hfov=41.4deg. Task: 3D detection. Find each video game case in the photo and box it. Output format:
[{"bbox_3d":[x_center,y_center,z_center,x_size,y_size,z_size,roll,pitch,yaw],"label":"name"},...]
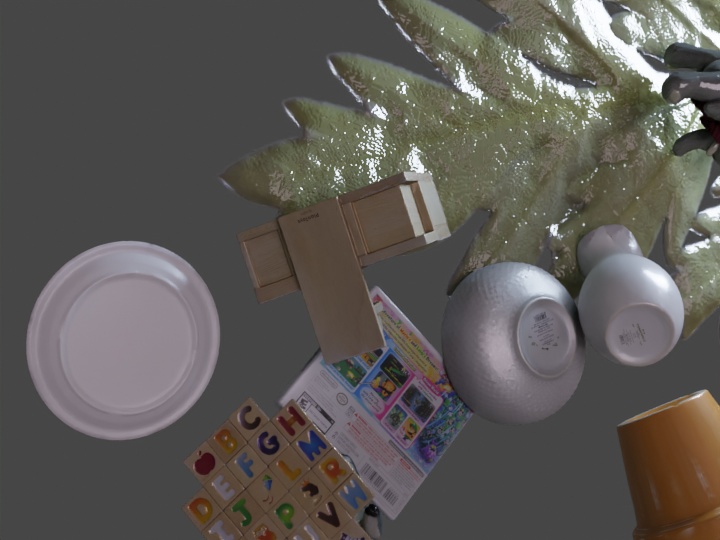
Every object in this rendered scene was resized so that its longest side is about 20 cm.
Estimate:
[{"bbox_3d":[0.025,0.153,1.105,0.200,0.024,0.182,47,69,-14],"label":"video game case"}]

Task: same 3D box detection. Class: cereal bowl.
[{"bbox_3d":[0.199,0.085,1.146,0.197,0.083,0.204,5,79,-29],"label":"cereal bowl"}]

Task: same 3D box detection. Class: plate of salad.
[{"bbox_3d":[-0.240,0.071,0.974,0.197,0.048,0.204,-3,97,-28],"label":"plate of salad"}]

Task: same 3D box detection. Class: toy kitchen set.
[{"bbox_3d":[0.000,0.000,1.079,0.197,0.180,0.166,-18,91,15],"label":"toy kitchen set"}]

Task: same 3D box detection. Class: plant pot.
[{"bbox_3d":[0.418,0.260,1.201,0.198,0.200,0.186,-16,77,-25],"label":"plant pot"}]

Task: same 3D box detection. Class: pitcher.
[{"bbox_3d":[0.335,0.054,1.173,0.120,0.201,0.173,-25,108,15],"label":"pitcher"}]

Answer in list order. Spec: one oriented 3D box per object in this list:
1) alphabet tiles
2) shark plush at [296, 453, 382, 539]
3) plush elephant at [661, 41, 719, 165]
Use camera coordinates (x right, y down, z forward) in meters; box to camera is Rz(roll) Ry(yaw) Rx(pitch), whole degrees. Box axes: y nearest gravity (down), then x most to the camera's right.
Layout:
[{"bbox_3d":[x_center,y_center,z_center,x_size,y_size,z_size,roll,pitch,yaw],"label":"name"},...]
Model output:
[{"bbox_3d":[-0.087,0.242,0.996,0.166,0.006,0.200,-43,81,1],"label":"alphabet tiles"},{"bbox_3d":[0.006,0.307,1.051,0.090,0.083,0.202,-22,106,11],"label":"shark plush"},{"bbox_3d":[0.493,-0.206,1.295,0.197,0.165,0.157,7,123,7],"label":"plush elephant"}]
